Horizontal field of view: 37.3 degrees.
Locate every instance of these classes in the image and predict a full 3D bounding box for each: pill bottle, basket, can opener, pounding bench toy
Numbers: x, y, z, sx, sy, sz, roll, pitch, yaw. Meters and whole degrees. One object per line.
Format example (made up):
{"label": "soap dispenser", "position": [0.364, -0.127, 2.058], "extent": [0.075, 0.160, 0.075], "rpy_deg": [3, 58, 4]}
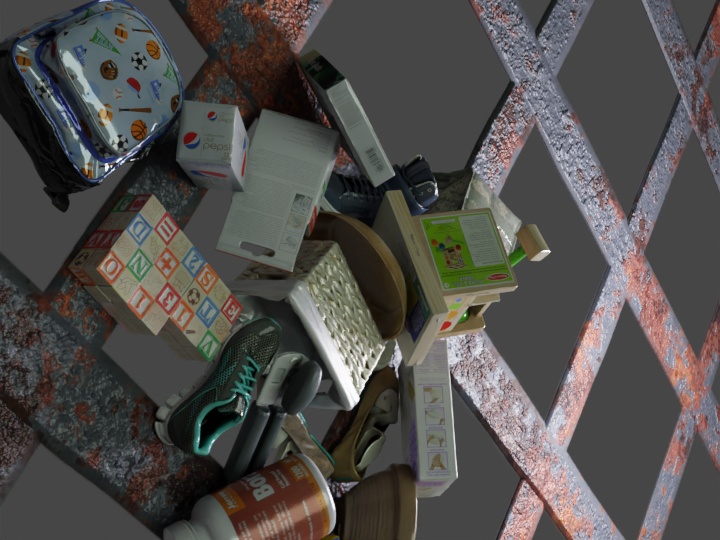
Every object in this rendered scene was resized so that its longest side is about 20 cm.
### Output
{"label": "pill bottle", "position": [-0.138, 0.316, 1.324], "extent": [0.198, 0.112, 0.114], "rpy_deg": [-22, 109, -27]}
{"label": "basket", "position": [-0.068, 0.067, 1.404], "extent": [0.124, 0.134, 0.202], "rpy_deg": [-51, 128, -37]}
{"label": "can opener", "position": [-0.116, 0.191, 1.349], "extent": [0.052, 0.067, 0.202], "rpy_deg": [11, 116, -39]}
{"label": "pounding bench toy", "position": [0.153, 0.008, 1.508], "extent": [0.197, 0.156, 0.126], "rpy_deg": [-8, 63, -21]}

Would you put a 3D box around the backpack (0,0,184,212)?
{"label": "backpack", "position": [-0.282, -0.199, 1.141], "extent": [0.191, 0.152, 0.202], "rpy_deg": [-51, 125, -48]}

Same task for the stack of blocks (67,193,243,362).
{"label": "stack of blocks", "position": [-0.237, 0.022, 1.261], "extent": [0.201, 0.058, 0.116], "rpy_deg": [55, 53, -35]}

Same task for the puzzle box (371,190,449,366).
{"label": "puzzle box", "position": [0.059, 0.011, 1.444], "extent": [0.025, 0.134, 0.202], "rpy_deg": [-7, 59, -21]}

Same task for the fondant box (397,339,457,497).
{"label": "fondant box", "position": [0.095, 0.218, 1.558], "extent": [0.057, 0.145, 0.203], "rpy_deg": [-1, 69, -7]}

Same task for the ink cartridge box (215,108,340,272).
{"label": "ink cartridge box", "position": [-0.105, -0.097, 1.372], "extent": [0.050, 0.107, 0.203], "rpy_deg": [94, 13, -73]}

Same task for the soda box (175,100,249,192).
{"label": "soda box", "position": [-0.169, -0.141, 1.244], "extent": [0.200, 0.063, 0.069], "rpy_deg": [121, -26, -85]}

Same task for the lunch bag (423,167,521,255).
{"label": "lunch bag", "position": [0.153, -0.032, 1.667], "extent": [0.164, 0.117, 0.202], "rpy_deg": [40, 60, -39]}

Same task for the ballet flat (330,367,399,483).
{"label": "ballet flat", "position": [0.022, 0.230, 1.568], "extent": [0.069, 0.062, 0.201], "rpy_deg": [54, 53, -34]}

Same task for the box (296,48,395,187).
{"label": "box", "position": [-0.022, -0.206, 1.409], "extent": [0.036, 0.200, 0.145], "rpy_deg": [-30, 116, -3]}

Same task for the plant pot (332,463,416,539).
{"label": "plant pot", "position": [0.013, 0.371, 1.511], "extent": [0.091, 0.201, 0.204], "rpy_deg": [10, 81, -7]}

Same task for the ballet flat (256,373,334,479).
{"label": "ballet flat", "position": [-0.098, 0.226, 1.430], "extent": [0.067, 0.068, 0.201], "rpy_deg": [-45, 124, -21]}

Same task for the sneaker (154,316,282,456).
{"label": "sneaker", "position": [-0.156, 0.147, 1.296], "extent": [0.201, 0.091, 0.078], "rpy_deg": [-50, 129, -10]}

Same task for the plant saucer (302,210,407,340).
{"label": "plant saucer", "position": [0.000, 0.000, 1.427], "extent": [0.035, 0.199, 0.202], "rpy_deg": [-35, 118, -27]}

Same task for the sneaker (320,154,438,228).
{"label": "sneaker", "position": [0.021, -0.121, 1.487], "extent": [0.202, 0.145, 0.078], "rpy_deg": [32, 31, -50]}

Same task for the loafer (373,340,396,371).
{"label": "loafer", "position": [0.029, 0.083, 1.580], "extent": [0.072, 0.063, 0.201], "rpy_deg": [44, 39, -10]}

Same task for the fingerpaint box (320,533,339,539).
{"label": "fingerpaint box", "position": [-0.104, 0.467, 1.422], "extent": [0.166, 0.073, 0.203], "rpy_deg": [-8, 98, -48]}
